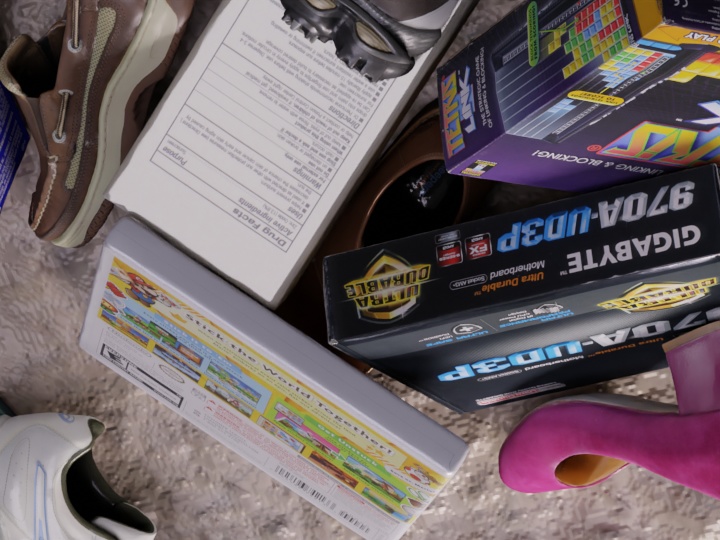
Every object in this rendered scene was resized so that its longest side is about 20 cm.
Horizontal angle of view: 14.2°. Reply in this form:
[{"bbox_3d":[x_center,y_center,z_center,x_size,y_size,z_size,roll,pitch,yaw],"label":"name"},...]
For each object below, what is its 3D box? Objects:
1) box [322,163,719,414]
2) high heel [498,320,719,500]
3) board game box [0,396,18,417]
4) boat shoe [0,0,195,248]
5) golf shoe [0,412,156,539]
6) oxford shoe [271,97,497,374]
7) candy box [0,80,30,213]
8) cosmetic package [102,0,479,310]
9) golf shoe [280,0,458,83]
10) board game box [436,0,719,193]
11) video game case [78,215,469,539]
[{"bbox_3d":[0.103,0.012,1.367,0.199,0.159,0.046,-13,70,21],"label":"box"},{"bbox_3d":[0.138,0.100,1.401,0.200,0.067,0.096,-31,66,46],"label":"high heel"},{"bbox_3d":[-0.225,0.130,1.587,0.135,0.028,0.200,-39,96,27],"label":"board game box"},{"bbox_3d":[-0.142,-0.095,1.421,0.075,0.075,0.203,14,132,-14],"label":"boat shoe"},{"bbox_3d":[-0.148,0.168,1.522,0.097,0.078,0.201,-14,108,17],"label":"golf shoe"},{"bbox_3d":[0.000,0.000,1.440,0.071,0.071,0.200,33,120,-1],"label":"oxford shoe"},{"bbox_3d":[-0.277,-0.105,1.430,0.168,0.077,0.200,1,142,17],"label":"candy box"},{"bbox_3d":[-0.026,-0.094,1.380,0.105,0.071,0.200,35,104,2],"label":"cosmetic package"},{"bbox_3d":[-0.038,-0.173,1.298,0.200,0.078,0.095,36,98,-9],"label":"golf shoe"},{"bbox_3d":[0.160,-0.084,1.264,0.199,0.057,0.165,6,155,-30],"label":"board game box"},{"bbox_3d":[-0.048,0.060,1.443,0.200,0.023,0.182,34,161,2],"label":"video game case"}]
